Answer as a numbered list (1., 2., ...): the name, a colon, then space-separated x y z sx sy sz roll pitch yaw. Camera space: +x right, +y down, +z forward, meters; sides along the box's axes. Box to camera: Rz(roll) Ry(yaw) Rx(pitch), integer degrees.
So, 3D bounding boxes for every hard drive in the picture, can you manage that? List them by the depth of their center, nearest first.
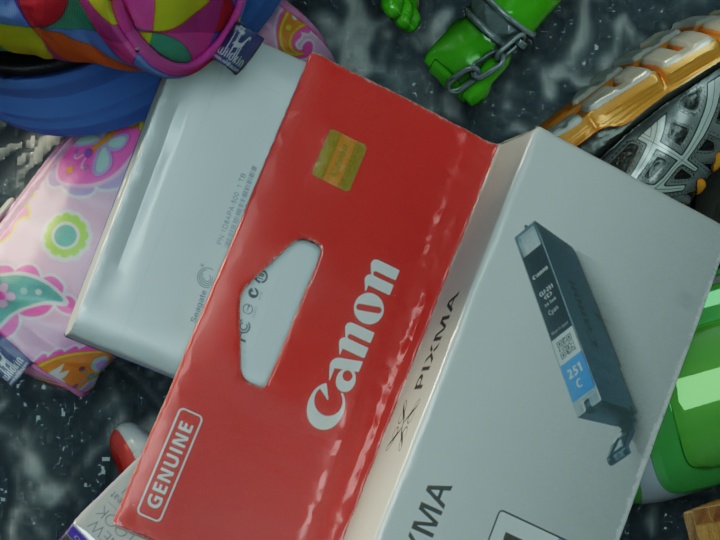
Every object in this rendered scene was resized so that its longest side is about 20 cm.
1. hard drive: 0.000 0.000 0.709 0.198 0.025 0.133 23 78 -14

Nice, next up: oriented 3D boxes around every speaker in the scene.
1. speaker: 0.187 0.036 0.767 0.198 0.088 0.089 -17 85 1

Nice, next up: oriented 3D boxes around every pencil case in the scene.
1. pencil case: -0.128 -0.124 0.684 0.198 0.088 0.089 14 85 34
2. pencil case: -0.098 -0.041 0.783 0.087 0.087 0.201 37 88 4

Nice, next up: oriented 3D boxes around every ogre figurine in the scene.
1. ogre figurine: 0.040 -0.190 0.789 0.119 0.098 0.201 -31 65 16

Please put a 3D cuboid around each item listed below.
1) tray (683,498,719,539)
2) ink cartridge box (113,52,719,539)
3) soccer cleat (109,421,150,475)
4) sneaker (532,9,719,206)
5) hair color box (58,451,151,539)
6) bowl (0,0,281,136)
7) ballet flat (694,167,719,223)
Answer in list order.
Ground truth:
1. tray: 0.207 0.122 0.718 0.037 0.199 0.100 -18 84 44
2. ink cartridge box: 0.027 0.039 0.677 0.175 0.045 0.202 25 78 -14
3. soccer cleat: -0.032 0.138 0.780 0.085 0.069 0.201 -37 88 -10
4. sneaker: 0.122 -0.048 0.788 0.199 0.078 0.078 -35 98 2
5. hair color box: -0.019 0.083 0.737 0.109 0.065 0.200 45 61 2
6. bowl: -0.112 -0.157 0.769 0.199 0.039 0.203 -11 65 24
7. ballet flat: 0.235 -0.067 0.775 0.199 0.046 0.068 -37 50 17
